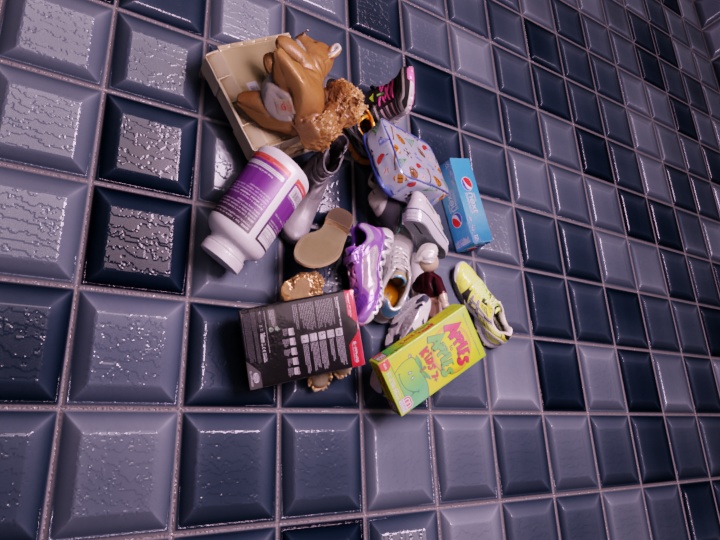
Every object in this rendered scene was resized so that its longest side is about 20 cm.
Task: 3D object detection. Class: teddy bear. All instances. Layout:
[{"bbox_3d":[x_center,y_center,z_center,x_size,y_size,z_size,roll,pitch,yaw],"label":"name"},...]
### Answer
[{"bbox_3d":[-0.082,0.107,0.935,0.144,0.067,0.202,-40,97,-18],"label":"teddy bear"}]

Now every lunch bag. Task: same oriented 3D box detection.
[{"bbox_3d":[0.093,-0.212,1.065,0.196,0.075,0.165,13,49,-50],"label":"lunch bag"}]

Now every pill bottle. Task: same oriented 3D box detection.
[{"bbox_3d":[-0.180,-0.100,0.894,0.111,0.112,0.203,38,75,-14],"label":"pill bottle"}]

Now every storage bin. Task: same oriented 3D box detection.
[{"bbox_3d":[-0.177,-0.318,1.003,0.195,0.093,0.205,-28,90,-36],"label":"storage bin"}]

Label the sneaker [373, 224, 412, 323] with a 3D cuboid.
[{"bbox_3d":[0.072,0.000,1.043,0.074,0.081,0.207,20,66,-17],"label":"sneaker"}]

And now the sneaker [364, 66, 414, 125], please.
[{"bbox_3d":[0.055,-0.361,1.113,0.084,0.200,0.077,4,80,-14],"label":"sneaker"}]

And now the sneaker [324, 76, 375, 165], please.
[{"bbox_3d":[-0.016,-0.328,1.119,0.078,0.077,0.203,-37,93,-34],"label":"sneaker"}]

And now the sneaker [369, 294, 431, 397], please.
[{"bbox_3d":[0.112,0.161,1.015,0.128,0.079,0.205,34,69,-25],"label":"sneaker"}]

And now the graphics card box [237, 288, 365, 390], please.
[{"bbox_3d":[-0.097,0.111,0.870,0.192,0.051,0.131,-10,89,-16],"label":"graphics card box"}]

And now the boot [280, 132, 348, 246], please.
[{"bbox_3d":[-0.087,-0.156,0.977,0.068,0.131,0.207,23,62,-23],"label":"boot"}]

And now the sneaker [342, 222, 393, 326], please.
[{"bbox_3d":[0.000,0.000,0.990,0.087,0.079,0.208,27,63,-36],"label":"sneaker"}]

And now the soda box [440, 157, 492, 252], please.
[{"bbox_3d":[0.237,-0.151,1.224,0.066,0.064,0.208,-6,76,-33],"label":"soda box"}]

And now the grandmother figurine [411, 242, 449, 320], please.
[{"bbox_3d":[0.140,0.049,1.056,0.059,0.119,0.209,-12,100,-38],"label":"grandmother figurine"}]

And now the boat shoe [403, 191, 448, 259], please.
[{"bbox_3d":[0.140,-0.088,1.063,0.200,0.071,0.069,50,52,-62],"label":"boat shoe"}]

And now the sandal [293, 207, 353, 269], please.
[{"bbox_3d":[-0.069,-0.038,0.992,0.076,0.071,0.213,26,37,4],"label":"sandal"}]

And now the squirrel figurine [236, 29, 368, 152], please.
[{"bbox_3d":[-0.086,-0.320,0.937,0.199,0.141,0.189,40,45,-14],"label":"squirrel figurine"}]

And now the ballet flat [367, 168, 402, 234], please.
[{"bbox_3d":[0.045,-0.157,1.088,0.071,0.073,0.206,21,46,-23],"label":"ballet flat"}]

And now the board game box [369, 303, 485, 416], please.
[{"bbox_3d":[0.122,0.157,0.950,0.196,0.047,0.104,-30,99,-17],"label":"board game box"}]

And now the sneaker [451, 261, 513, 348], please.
[{"bbox_3d":[0.272,0.067,1.161,0.074,0.076,0.204,-29,89,-34],"label":"sneaker"}]

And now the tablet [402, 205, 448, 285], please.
[{"bbox_3d":[0.106,-0.057,1.138,0.132,0.014,0.200,52,54,-6],"label":"tablet"}]
